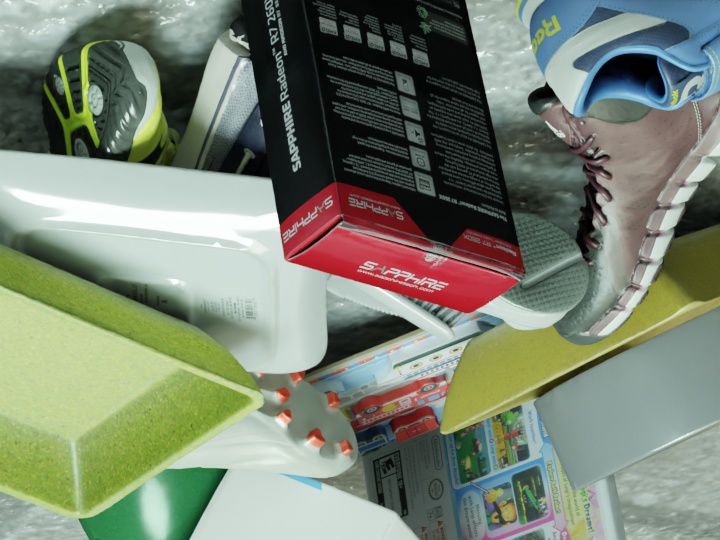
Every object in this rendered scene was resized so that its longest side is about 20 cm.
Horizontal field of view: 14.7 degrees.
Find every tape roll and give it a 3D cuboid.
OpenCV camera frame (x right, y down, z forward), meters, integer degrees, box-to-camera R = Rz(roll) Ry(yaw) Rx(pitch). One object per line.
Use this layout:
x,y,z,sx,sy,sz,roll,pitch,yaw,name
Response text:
0.213,0.071,1.795,0.199,0.066,0.200,-24,173,-3,tape roll

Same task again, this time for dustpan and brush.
0.000,0.000,1.685,0.199,0.057,0.139,29,166,-13,dustpan and brush

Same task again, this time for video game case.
0.092,0.181,1.898,0.181,0.201,0.024,-23,147,23,video game case

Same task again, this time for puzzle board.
0.026,0.082,1.846,0.199,0.017,0.151,-22,156,2,puzzle board

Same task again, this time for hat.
-0.127,0.208,1.807,0.165,0.177,0.200,-7,152,7,hat

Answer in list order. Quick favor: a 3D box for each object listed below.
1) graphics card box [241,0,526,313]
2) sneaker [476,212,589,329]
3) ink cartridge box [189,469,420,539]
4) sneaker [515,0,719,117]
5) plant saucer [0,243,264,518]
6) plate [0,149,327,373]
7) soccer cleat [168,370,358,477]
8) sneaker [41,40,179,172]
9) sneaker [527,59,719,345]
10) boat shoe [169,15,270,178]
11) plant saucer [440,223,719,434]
0.008,-0.084,1.413,0.125,0.201,0.051,15,142,-38,graphics card box
0.031,-0.020,1.596,0.200,0.071,0.080,31,159,3,sneaker
-0.021,0.227,1.813,0.128,0.126,0.200,19,162,30,ink cartridge box
0.187,-0.127,1.509,0.199,0.083,0.074,-9,149,-4,sneaker
-0.184,0.055,1.559,0.199,0.048,0.199,25,143,-28,plant saucer
-0.116,0.005,1.546,0.199,0.032,0.200,6,150,1,plate
-0.086,0.092,1.712,0.199,0.070,0.078,18,134,-42,soccer cleat
-0.131,-0.070,1.547,0.076,0.076,0.200,-17,160,-21,sneaker
0.131,-0.057,1.598,0.115,0.076,0.201,19,112,-25,sneaker
-0.049,-0.047,1.524,0.075,0.093,0.201,-38,158,-39,boat shoe
0.161,0.026,1.744,0.199,0.049,0.200,-28,173,31,plant saucer
